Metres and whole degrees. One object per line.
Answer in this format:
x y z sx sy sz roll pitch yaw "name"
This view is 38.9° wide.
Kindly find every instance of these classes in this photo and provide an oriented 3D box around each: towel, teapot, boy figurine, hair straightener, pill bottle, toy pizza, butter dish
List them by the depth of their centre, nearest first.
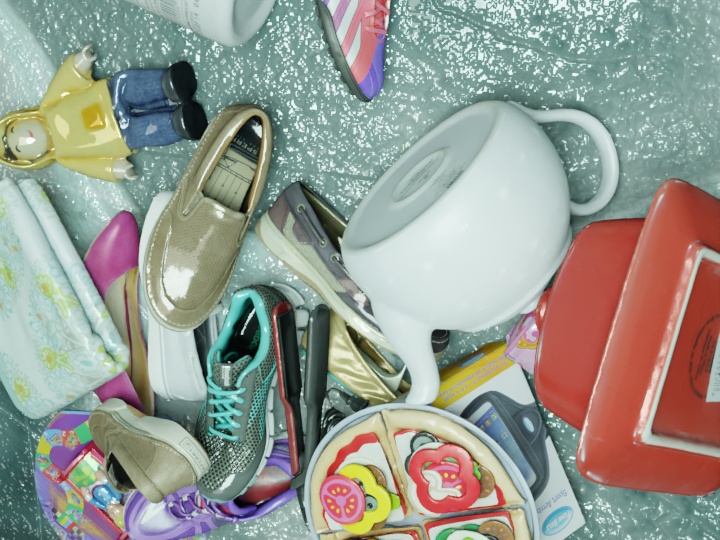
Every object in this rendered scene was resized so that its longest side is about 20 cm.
0.190 0.044 0.725 0.148 0.199 0.201 16 89 48 "butter dish"
0.094 -0.027 0.794 0.146 0.198 0.200 44 125 -17 "teapot"
0.043 0.203 0.818 0.200 0.032 0.201 6 107 19 "toy pizza"
-0.168 -0.272 0.830 0.200 0.114 0.115 25 109 8 "pill bottle"
-0.032 0.126 0.866 0.077 0.041 0.201 0 95 22 "hair straightener"
-0.241 -0.138 0.912 0.199 0.064 0.125 -8 104 14 "boy figurine"
-0.305 0.029 0.938 0.171 0.048 0.200 -29 90 47 "towel"

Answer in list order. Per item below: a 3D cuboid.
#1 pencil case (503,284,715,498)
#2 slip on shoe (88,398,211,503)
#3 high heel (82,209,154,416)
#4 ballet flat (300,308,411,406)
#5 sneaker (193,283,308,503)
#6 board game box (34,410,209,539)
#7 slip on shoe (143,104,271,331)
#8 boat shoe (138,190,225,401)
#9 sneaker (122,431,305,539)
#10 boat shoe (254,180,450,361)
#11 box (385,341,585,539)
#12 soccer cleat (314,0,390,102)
0.214 0.095 0.831 0.200 0.087 0.088 37 110 3 "pencil case"
-0.203 0.164 0.900 0.200 0.061 0.076 4 132 53 "slip on shoe"
-0.212 0.046 0.941 0.096 0.067 0.200 29 115 18 "high heel"
0.036 0.107 0.893 0.200 0.069 0.063 40 103 2 "ballet flat"
-0.111 0.100 0.885 0.077 0.091 0.201 11 81 18 "sneaker"
-0.245 0.222 1.012 0.199 0.039 0.158 0 104 15 "board game box"
-0.123 -0.045 0.853 0.076 0.061 0.200 27 81 -21 "slip on shoe"
-0.155 0.028 0.921 0.068 0.072 0.201 8 105 17 "boat shoe"
-0.135 0.204 0.942 0.200 0.083 0.081 -23 94 10 "sneaker"
0.000 0.000 0.875 0.200 0.072 0.065 39 115 10 "boat shoe"
0.113 0.175 0.865 0.041 0.119 0.200 -15 101 62 "box"
-0.001 -0.238 0.820 0.073 0.068 0.201 -11 98 14 "soccer cleat"
